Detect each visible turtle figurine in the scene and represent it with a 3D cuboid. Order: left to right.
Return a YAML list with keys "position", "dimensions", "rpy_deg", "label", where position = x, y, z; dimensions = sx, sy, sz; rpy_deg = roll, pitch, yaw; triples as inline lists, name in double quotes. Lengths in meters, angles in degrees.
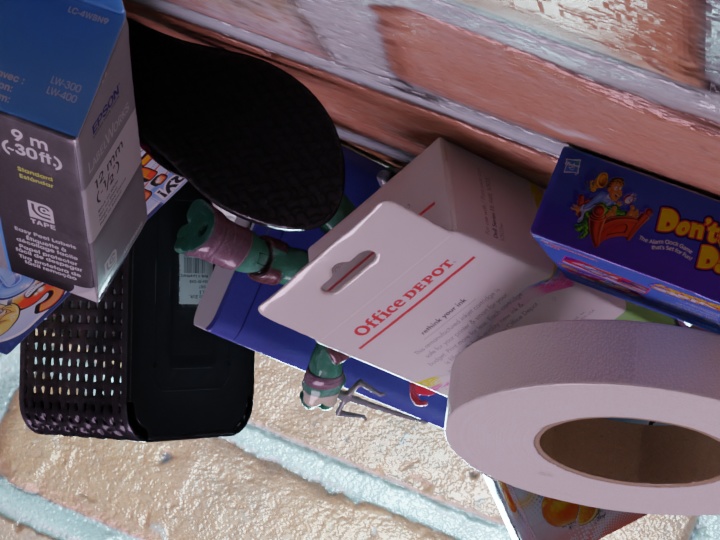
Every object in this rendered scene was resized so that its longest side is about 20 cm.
- position: [0.000, 0.000, 1.307]
  dimensions: [0.200, 0.150, 0.101]
  rpy_deg: [36, 160, -27]
  label: "turtle figurine"

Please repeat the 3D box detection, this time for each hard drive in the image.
- position: [0.005, 0.006, 1.386]
  dimensions: [0.200, 0.132, 0.025]
  rpy_deg: [25, 178, -38]
  label: "hard drive"

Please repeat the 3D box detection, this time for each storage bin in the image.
- position: [-0.143, 0.009, 1.493]
  dimensions: [0.094, 0.200, 0.135]
  rpy_deg: [2, 180, 34]
  label: "storage bin"

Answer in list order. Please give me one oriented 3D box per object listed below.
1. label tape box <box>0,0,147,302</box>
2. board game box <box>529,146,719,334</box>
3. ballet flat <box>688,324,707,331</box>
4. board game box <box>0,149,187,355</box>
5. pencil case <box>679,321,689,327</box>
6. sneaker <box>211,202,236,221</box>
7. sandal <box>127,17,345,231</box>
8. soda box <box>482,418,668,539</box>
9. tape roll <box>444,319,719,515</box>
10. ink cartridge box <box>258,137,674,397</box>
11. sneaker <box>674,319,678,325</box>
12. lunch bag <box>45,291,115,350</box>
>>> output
- position: [-0.184, -0.084, 1.095]
  dimensions: [0.143, 0.066, 0.200]
  rpy_deg: [20, 148, 12]
  label: "label tape box"
- position: [0.188, 0.007, 1.076]
  dimensions: [0.200, 0.045, 0.134]
  rpy_deg: [21, 176, 14]
  label: "board game box"
- position: [0.269, 0.059, 1.278]
  dimensions: [0.200, 0.069, 0.071]
  rpy_deg: [19, 160, -34]
  label: "ballet flat"
- position: [-0.174, -0.044, 1.262]
  dimensions: [0.034, 0.200, 0.135]
  rpy_deg: [53, -167, 28]
  label: "board game box"
- position: [0.261, 0.088, 1.491]
  dimensions: [0.094, 0.091, 0.200]
  rpy_deg: [-21, -157, -38]
  label: "pencil case"
- position: [-0.037, -0.006, 1.467]
  dimensions: [0.080, 0.074, 0.200]
  rpy_deg: [11, 143, 22]
  label: "sneaker"
- position: [-0.090, -0.084, 1.163]
  dimensions: [0.200, 0.075, 0.045]
  rpy_deg: [28, 175, 14]
  label: "sandal"
- position: [0.172, 0.096, 1.334]
  dimensions: [0.068, 0.200, 0.064]
  rpy_deg: [66, 169, -6]
  label: "soda box"
- position: [0.143, 0.079, 1.181]
  dimensions: [0.202, 0.037, 0.203]
  rpy_deg: [8, 158, 3]
  label: "tape roll"
- position: [0.053, 0.004, 1.207]
  dimensions: [0.200, 0.067, 0.117]
  rpy_deg: [24, 133, -32]
  label: "ink cartridge box"
- position: [0.142, 0.029, 1.375]
  dimensions: [0.114, 0.076, 0.200]
  rpy_deg: [22, 174, 28]
  label: "sneaker"
- position: [-0.175, -0.024, 1.655]
  dimensions: [0.200, 0.171, 0.122]
  rpy_deg: [19, 177, 0]
  label: "lunch bag"
